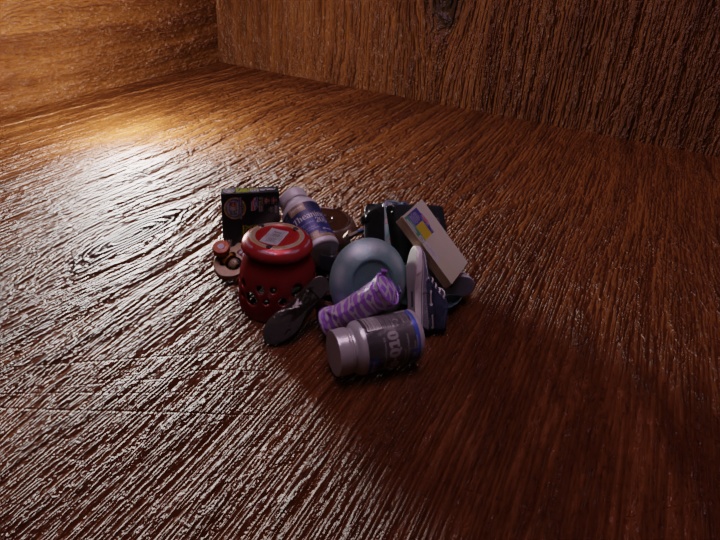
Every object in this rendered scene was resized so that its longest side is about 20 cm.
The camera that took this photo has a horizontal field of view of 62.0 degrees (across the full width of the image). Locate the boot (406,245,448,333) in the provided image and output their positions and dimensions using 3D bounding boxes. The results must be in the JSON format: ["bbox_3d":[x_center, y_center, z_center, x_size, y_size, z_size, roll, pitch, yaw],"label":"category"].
[{"bbox_3d":[0.159,0.045,1.419,0.087,0.208,0.073,-1,5,-17],"label":"boot"}]

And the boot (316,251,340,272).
[{"bbox_3d":[-0.055,-0.047,1.681,0.192,0.066,0.188,3,27,7],"label":"boot"}]

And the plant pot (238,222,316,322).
[{"bbox_3d":[-0.198,-0.002,1.456,0.193,0.188,0.203,5,30,-3],"label":"plant pot"}]

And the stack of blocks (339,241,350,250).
[{"bbox_3d":[-0.137,-0.094,1.745,0.195,0.060,0.114,-18,36,-34],"label":"stack of blocks"}]

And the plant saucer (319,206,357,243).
[{"bbox_3d":[-0.103,-0.136,1.726,0.192,0.036,0.202,4,30,-2],"label":"plant saucer"}]

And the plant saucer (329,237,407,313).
[{"bbox_3d":[0.024,0.028,1.404,0.194,0.209,0.039,-5,7,-16],"label":"plant saucer"}]

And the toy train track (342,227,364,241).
[{"bbox_3d":[0.008,-0.126,1.684,0.033,0.114,0.198,52,37,6],"label":"toy train track"}]

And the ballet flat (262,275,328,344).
[{"bbox_3d":[-0.146,0.092,1.376,0.067,0.046,0.201,42,74,-2],"label":"ballet flat"}]

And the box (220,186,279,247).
[{"bbox_3d":[-0.297,-0.122,1.627,0.154,0.207,0.045,-4,28,-15],"label":"box"}]

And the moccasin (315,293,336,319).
[{"bbox_3d":[-0.015,0.071,1.455,0.194,0.080,0.074,-4,30,-15],"label":"moccasin"}]

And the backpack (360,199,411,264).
[{"bbox_3d":[0.106,-0.095,1.627,0.146,0.185,0.198,-6,-9,33],"label":"backpack"}]

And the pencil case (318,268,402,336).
[{"bbox_3d":[-0.006,0.079,1.334,0.083,0.197,0.088,10,52,-58],"label":"pencil case"}]

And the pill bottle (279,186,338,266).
[{"bbox_3d":[-0.144,-0.121,1.598,0.108,0.112,0.203,-14,59,-29],"label":"pill bottle"}]

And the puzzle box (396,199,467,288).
[{"bbox_3d":[0.178,-0.068,1.470,0.202,0.025,0.133,53,37,-2],"label":"puzzle box"}]

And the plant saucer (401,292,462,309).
[{"bbox_3d":[0.166,0.057,1.556,0.192,0.028,0.202,3,29,-2],"label":"plant saucer"}]

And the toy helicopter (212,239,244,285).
[{"bbox_3d":[-0.290,-0.025,1.583,0.194,0.080,0.134,-18,53,-20],"label":"toy helicopter"}]

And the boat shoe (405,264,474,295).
[{"bbox_3d":[0.191,0.009,1.538,0.194,0.077,0.087,7,22,-10],"label":"boat shoe"}]

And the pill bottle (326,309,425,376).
[{"bbox_3d":[0.031,0.156,1.277,0.194,0.117,0.114,-10,32,-23],"label":"pill bottle"}]

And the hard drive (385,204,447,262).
[{"bbox_3d":[0.151,-0.096,1.538,0.196,0.145,0.032,-3,-7,-44],"label":"hard drive"}]

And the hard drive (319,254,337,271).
[{"bbox_3d":[0.000,0.000,1.521,0.193,0.044,0.135,12,-1,16],"label":"hard drive"}]
